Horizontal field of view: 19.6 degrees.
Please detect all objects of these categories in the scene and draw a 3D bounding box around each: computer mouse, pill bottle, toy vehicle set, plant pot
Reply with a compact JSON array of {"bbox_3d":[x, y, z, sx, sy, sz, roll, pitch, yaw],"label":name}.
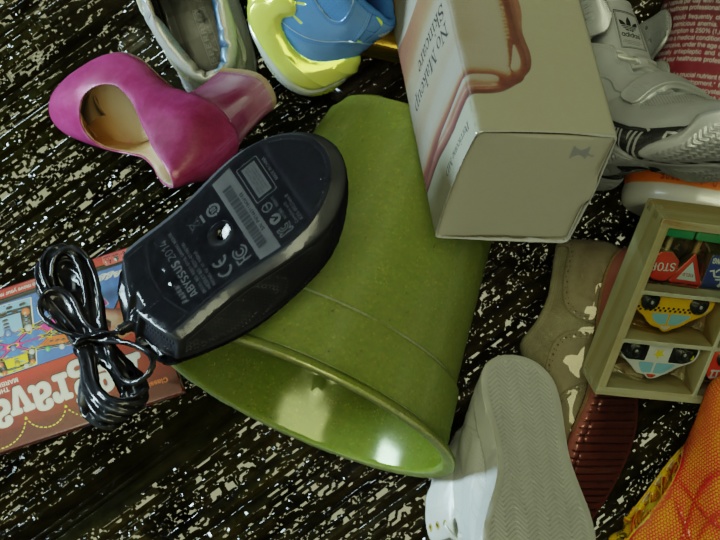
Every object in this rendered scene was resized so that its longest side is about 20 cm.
[{"bbox_3d":[-0.085,-0.002,1.191,0.200,0.053,0.139,-35,51,8],"label":"computer mouse"},{"bbox_3d":[0.240,-0.126,1.318,0.114,0.114,0.201,12,86,3],"label":"pill bottle"},{"bbox_3d":[0.248,0.026,1.281,0.199,0.027,0.125,6,119,-20],"label":"toy vehicle set"},{"bbox_3d":[0.000,0.000,1.291,0.200,0.200,0.190,22,73,4],"label":"plant pot"}]

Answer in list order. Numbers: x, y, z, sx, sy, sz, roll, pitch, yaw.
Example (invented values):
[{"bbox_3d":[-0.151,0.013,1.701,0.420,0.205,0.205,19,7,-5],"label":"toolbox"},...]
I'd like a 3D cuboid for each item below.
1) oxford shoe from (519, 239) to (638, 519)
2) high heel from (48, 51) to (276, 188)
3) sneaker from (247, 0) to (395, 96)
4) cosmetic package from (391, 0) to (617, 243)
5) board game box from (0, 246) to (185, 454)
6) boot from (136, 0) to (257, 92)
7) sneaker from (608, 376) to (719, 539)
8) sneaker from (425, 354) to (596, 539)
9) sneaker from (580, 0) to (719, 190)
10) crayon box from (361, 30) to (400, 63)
[{"bbox_3d":[0.136,0.077,1.338,0.075,0.070,0.201,16,90,34],"label":"oxford shoe"},{"bbox_3d":[-0.147,-0.084,1.295,0.096,0.200,0.067,-45,128,-36],"label":"high heel"},{"bbox_3d":[-0.042,-0.213,1.289,0.105,0.076,0.200,-28,95,32],"label":"sneaker"},{"bbox_3d":[0.078,-0.125,1.229,0.087,0.103,0.200,1,52,-16],"label":"cosmetic package"},{"bbox_3d":[-0.224,0.063,1.361,0.200,0.019,0.103,-19,86,0],"label":"board game box"},{"bbox_3d":[-0.120,-0.206,1.345,0.073,0.096,0.200,-25,84,-1],"label":"boot"},{"bbox_3d":[0.197,0.157,1.288,0.077,0.073,0.201,14,107,3],"label":"sneaker"},{"bbox_3d":[0.088,0.165,1.271,0.073,0.116,0.200,11,48,-12],"label":"sneaker"},{"bbox_3d":[0.169,-0.112,1.245,0.075,0.200,0.115,12,81,-33],"label":"sneaker"},{"bbox_3d":[0.040,-0.199,1.362,0.199,0.052,0.126,12,85,2],"label":"crayon box"}]
